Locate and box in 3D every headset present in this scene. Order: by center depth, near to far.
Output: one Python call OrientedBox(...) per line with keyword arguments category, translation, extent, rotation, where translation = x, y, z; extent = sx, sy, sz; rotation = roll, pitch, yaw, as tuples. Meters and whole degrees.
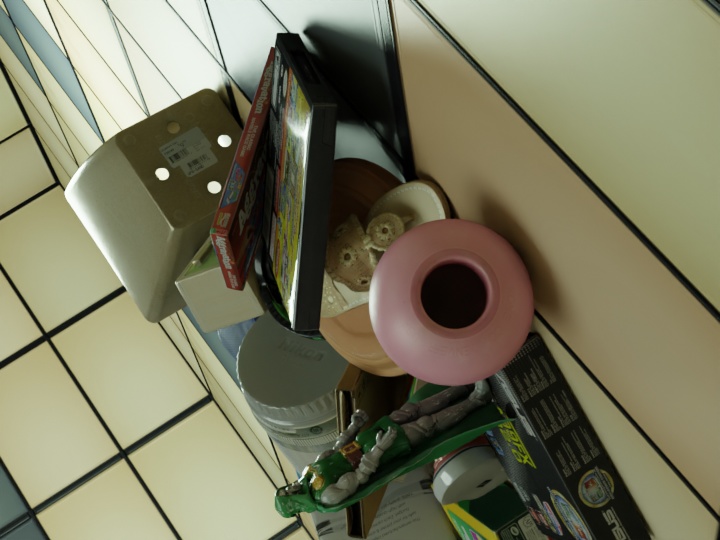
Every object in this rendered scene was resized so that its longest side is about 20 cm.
OrientedBox(category="headset", translation=(-0.055, -0.032, 1.534), extent=(0.094, 0.123, 0.201), rotation=(28, -142, -62))

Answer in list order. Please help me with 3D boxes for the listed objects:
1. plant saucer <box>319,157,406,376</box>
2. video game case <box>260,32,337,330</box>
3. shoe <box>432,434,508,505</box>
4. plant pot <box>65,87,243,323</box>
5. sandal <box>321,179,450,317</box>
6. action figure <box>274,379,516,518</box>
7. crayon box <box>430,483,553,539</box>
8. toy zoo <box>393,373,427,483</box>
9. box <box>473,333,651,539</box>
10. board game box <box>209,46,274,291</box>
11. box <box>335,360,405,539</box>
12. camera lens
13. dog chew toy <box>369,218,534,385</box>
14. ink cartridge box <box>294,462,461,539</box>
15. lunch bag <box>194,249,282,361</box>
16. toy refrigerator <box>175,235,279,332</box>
OrientedBox(category="plant saucer", translation=(0.000, 0.000, 1.419), extent=(0.200, 0.032, 0.201), rotation=(25, 125, 41))
OrientedBox(category="video game case", translation=(-0.054, -0.078, 1.354), extent=(0.181, 0.025, 0.201), rotation=(-114, 27, -61))
OrientedBox(category="shoe", translation=(0.089, 0.164, 1.504), extent=(0.091, 0.071, 0.200), rotation=(55, -172, 15))
OrientedBox(category="plant pot", translation=(-0.203, -0.093, 1.843), extent=(0.200, 0.199, 0.177), rotation=(55, 157, 10))
OrientedBox(category="sandal", translation=(-0.006, -0.003, 1.340), extent=(0.212, 0.070, 0.078), rotation=(-36, 81, 51))
OrientedBox(category="action figure", translation=(0.016, 0.145, 1.312), extent=(0.055, 0.200, 0.118), rotation=(63, 166, -21))
OrientedBox(category="crayon box", translation=(0.169, 0.312, 1.668), extent=(0.200, 0.058, 0.173), rotation=(62, 168, -17))
OrientedBox(category="toy zoo", translation=(0.052, 0.123, 1.515), extent=(0.020, 0.132, 0.200), rotation=(13, 160, -1))
OrientedBox(category="box", translation=(0.151, 0.144, 1.351), extent=(0.200, 0.044, 0.160), rotation=(60, 168, -10))
OrientedBox(category="board game box", translation=(-0.094, -0.093, 1.453), extent=(0.019, 0.201, 0.103), rotation=(10, 153, 11))
OrientedBox(category="box", translation=(0.014, 0.139, 1.553), extent=(0.200, 0.021, 0.164), rotation=(-62, -29, -62))
OrientedBox(category="camera lens", translation=(-0.029, 0.138, 1.719), extent=(0.160, 0.160, 0.200), rotation=(47, 172, 41))
OrientedBox(category="dog chew toy", translation=(0.067, 0.030, 1.241), extent=(0.125, 0.124, 0.200), rotation=(56, 175, 6))
OrientedBox(category="ink cartridge box", translation=(0.029, 0.280, 1.795), extent=(0.086, 0.146, 0.200), rotation=(52, -167, -55))
OrientedBox(category="lunch bag", translation=(-0.089, 0.037, 1.819), extent=(0.136, 0.132, 0.200), rotation=(44, 157, 37))
OrientedBox(category="toy refrigerator", translation=(-0.112, -0.023, 1.635), extent=(0.070, 0.076, 0.200), rotation=(62, -152, -20))
